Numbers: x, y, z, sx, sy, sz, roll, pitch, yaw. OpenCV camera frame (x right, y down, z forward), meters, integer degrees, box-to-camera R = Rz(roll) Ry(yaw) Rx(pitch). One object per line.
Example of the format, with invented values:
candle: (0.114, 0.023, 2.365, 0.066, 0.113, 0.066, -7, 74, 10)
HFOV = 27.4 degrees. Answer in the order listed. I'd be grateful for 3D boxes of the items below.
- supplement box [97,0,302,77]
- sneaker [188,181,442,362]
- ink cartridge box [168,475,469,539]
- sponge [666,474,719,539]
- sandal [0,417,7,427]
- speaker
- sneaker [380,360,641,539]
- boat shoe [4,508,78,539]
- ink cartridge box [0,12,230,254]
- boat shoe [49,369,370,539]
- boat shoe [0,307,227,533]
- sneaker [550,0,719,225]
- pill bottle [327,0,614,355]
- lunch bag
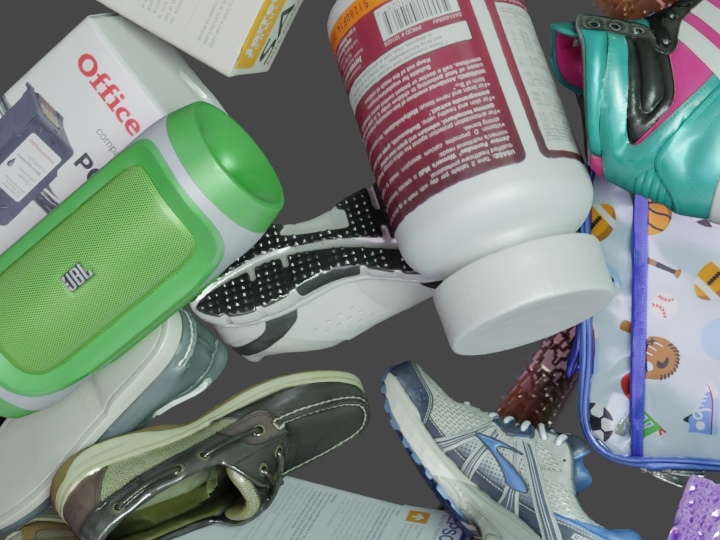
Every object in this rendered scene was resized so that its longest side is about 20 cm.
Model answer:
supplement box: (-0.120, -0.216, 0.860, 0.199, 0.074, 0.126, 31, 106, 8)
sneaker: (0.000, 0.000, 0.879, 0.199, 0.080, 0.074, -13, 55, 5)
ink cartridge box: (-0.050, 0.183, 0.849, 0.199, 0.200, 0.041, 10, 113, 15)
sponge: (0.167, 0.219, 0.798, 0.030, 0.112, 0.201, 15, 72, 25)
sandal: (-0.258, 0.069, 0.952, 0.045, 0.075, 0.200, -37, 92, 27)
speaker: (-0.139, -0.003, 0.811, 0.200, 0.088, 0.089, -38, 89, 17)
sneaker: (0.088, 0.119, 0.853, 0.085, 0.077, 0.200, -37, 59, -6)
boat shoe: (-0.140, 0.200, 0.939, 0.199, 0.076, 0.072, 1, 100, 14)
ink cartridge box: (-0.173, -0.040, 0.900, 0.200, 0.084, 0.145, -39, 90, 17)
boat shoe: (-0.077, 0.118, 0.861, 0.066, 0.200, 0.072, 52, 148, 39)
boat shoe: (-0.159, 0.097, 0.884, 0.200, 0.062, 0.073, -44, 45, 20)
sneaker: (0.161, -0.123, 0.772, 0.120, 0.084, 0.201, 13, 67, 13)
pill bottle: (0.060, -0.064, 0.792, 0.109, 0.109, 0.201, -23, 73, 17)
lunch bag: (0.193, 0.020, 0.821, 0.159, 0.076, 0.201, 3, 100, 17)
